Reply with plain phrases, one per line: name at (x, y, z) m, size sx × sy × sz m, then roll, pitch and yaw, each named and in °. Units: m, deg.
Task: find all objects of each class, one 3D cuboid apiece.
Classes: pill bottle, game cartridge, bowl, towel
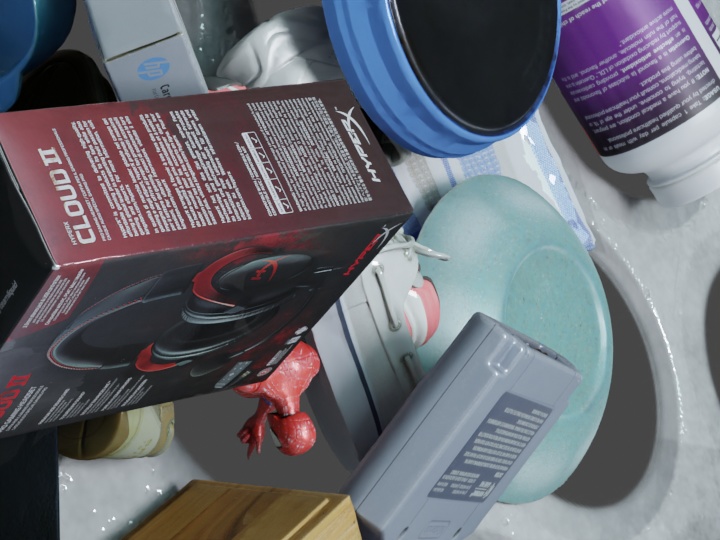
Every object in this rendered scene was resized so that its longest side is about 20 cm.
pill bottle at (0.184, -0.145, 1.308) m, size 0.200 × 0.112 × 0.112 m, roll 57°, pitch 42°, yaw -11°
game cartridge at (0.052, 0.091, 1.020) m, size 0.042 × 0.133 × 0.200 m, roll 42°, pitch 4°, yaw 17°
bowl at (0.051, -0.164, 1.099) m, size 0.200 × 0.039 × 0.201 m, roll 8°, pitch 79°, yaw -53°
towel at (0.065, -0.051, 1.208) m, size 0.200 × 0.024 × 0.147 m, roll -23°, pitch 89°, yaw -49°

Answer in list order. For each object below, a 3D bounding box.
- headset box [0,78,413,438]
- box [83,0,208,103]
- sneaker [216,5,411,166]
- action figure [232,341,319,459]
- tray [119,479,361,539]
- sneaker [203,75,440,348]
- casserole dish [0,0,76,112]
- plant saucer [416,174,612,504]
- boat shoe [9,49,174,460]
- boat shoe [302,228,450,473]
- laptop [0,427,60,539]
headset box at (-0.101, -0.002, 0.819) m, size 0.200 × 0.149 × 0.075 m, roll -10°, pitch 63°, yaw -40°
box at (-0.111, -0.132, 0.939) m, size 0.156 × 0.041 × 0.200 m, roll 74°, pitch -6°, yaw -57°
sneaker at (0.011, -0.108, 1.131) m, size 0.200 × 0.078 × 0.100 m, roll -24°, pitch 80°, yaw -40°
action figure at (-0.087, 0.023, 0.995) m, size 0.065 × 0.099 × 0.200 m, roll -8°, pitch 56°, yaw -45°
tray at (-0.094, 0.160, 0.884) m, size 0.200 × 0.098 × 0.037 m, roll -37°, pitch 120°, yaw -48°
sneaker at (-0.042, -0.017, 1.045) m, size 0.200 × 0.074 × 0.087 m, roll 49°, pitch 60°, yaw -12°
casserole dish at (-0.190, -0.170, 0.917) m, size 0.039 × 0.121 × 0.200 m, roll -19°, pitch 87°, yaw -42°
plant saucer at (0.103, 0.039, 1.170) m, size 0.201 × 0.039 × 0.202 m, roll 10°, pitch 76°, yaw -48°
boat shoe at (-0.129, -0.007, 0.953) m, size 0.063 × 0.073 × 0.201 m, roll 9°, pitch 66°, yaw -59°
boat shoe at (0.002, 0.002, 0.994) m, size 0.086 × 0.075 × 0.202 m, roll -26°, pitch 113°, yaw -18°
laptop at (-0.232, 0.072, 0.851) m, size 0.177 × 0.103 × 0.200 m, roll -16°, pitch 59°, yaw -49°
